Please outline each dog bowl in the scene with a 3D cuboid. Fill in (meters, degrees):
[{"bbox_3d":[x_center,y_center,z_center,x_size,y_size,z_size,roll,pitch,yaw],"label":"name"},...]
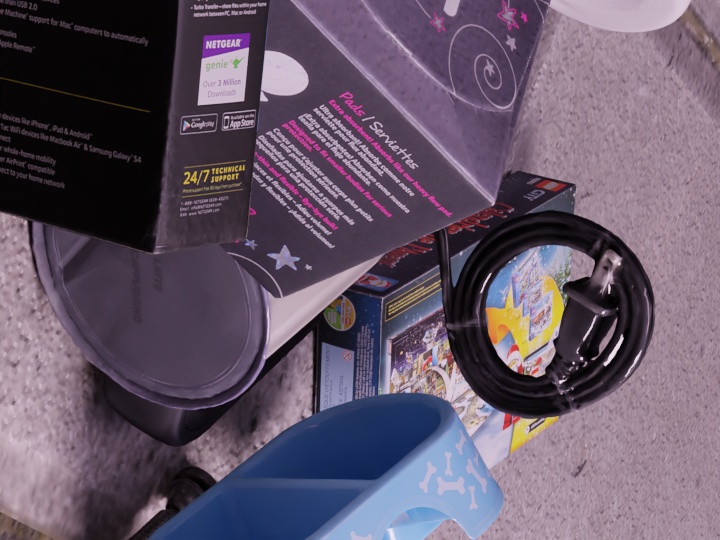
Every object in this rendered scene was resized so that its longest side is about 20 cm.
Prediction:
[{"bbox_3d":[-0.020,0.113,1.219,0.200,0.111,0.050,-35,115,-47],"label":"dog bowl"}]

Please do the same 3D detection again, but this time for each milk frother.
[{"bbox_3d":[0.000,0.000,1.167,0.188,0.200,0.181,-41,139,-46],"label":"milk frother"}]

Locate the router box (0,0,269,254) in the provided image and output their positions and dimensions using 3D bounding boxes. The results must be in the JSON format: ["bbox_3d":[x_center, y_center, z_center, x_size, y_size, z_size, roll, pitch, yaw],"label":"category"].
[{"bbox_3d":[-0.120,-0.098,0.909,0.051,0.200,0.149,-11,111,-53],"label":"router box"}]

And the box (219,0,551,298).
[{"bbox_3d":[-0.037,-0.112,1.019,0.200,0.115,0.132,45,43,-28],"label":"box"}]

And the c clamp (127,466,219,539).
[{"bbox_3d":[-0.106,0.154,1.218,0.200,0.027,0.171,-37,133,-50],"label":"c clamp"}]

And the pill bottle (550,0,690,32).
[{"bbox_3d":[0.152,-0.231,1.422,0.200,0.111,0.111,-64,148,-23],"label":"pill bottle"}]

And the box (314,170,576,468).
[{"bbox_3d":[0.045,0.042,1.425,0.200,0.038,0.137,-29,126,-53],"label":"box"}]
